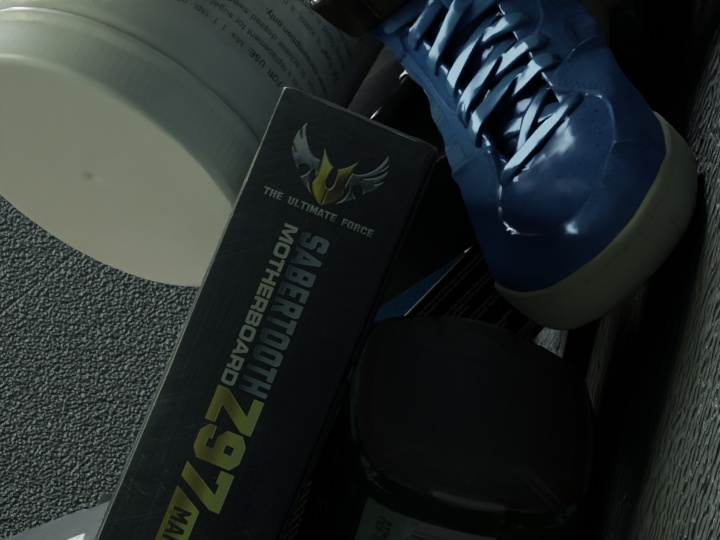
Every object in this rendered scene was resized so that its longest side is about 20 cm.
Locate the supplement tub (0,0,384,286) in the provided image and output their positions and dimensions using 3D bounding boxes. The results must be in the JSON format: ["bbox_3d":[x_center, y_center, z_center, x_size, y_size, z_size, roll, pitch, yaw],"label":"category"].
[{"bbox_3d":[-0.050,-0.110,0.970,0.200,0.132,0.132,-60,-6,-28],"label":"supplement tub"}]

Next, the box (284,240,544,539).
[{"bbox_3d":[0.008,0.056,0.972,0.200,0.035,0.110,-45,-7,-14],"label":"box"}]

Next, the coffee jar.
[{"bbox_3d":[0.013,0.121,0.869,0.104,0.085,0.200,-82,7,-55],"label":"coffee jar"}]

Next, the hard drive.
[{"bbox_3d":[0.034,-0.053,0.973,0.200,0.042,0.135,-36,20,25],"label":"hard drive"}]

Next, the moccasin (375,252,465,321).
[{"bbox_3d":[0.000,0.000,1.105,0.080,0.200,0.068,-45,-20,-5],"label":"moccasin"}]

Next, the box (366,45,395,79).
[{"bbox_3d":[0.042,-0.136,1.106,0.200,0.048,0.122,-35,11,13],"label":"box"}]

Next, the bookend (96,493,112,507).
[{"bbox_3d":[-0.067,0.176,1.377,0.199,0.200,0.092,-80,5,-70],"label":"bookend"}]

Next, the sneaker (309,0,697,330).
[{"bbox_3d":[0.034,-0.067,0.798,0.077,0.111,0.200,-39,26,19],"label":"sneaker"}]

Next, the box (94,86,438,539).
[{"bbox_3d":[-0.033,0.035,0.799,0.200,0.051,0.158,136,155,-85],"label":"box"}]

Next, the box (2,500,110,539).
[{"bbox_3d":[-0.117,0.225,1.228,0.124,0.200,0.197,-82,-32,-72],"label":"box"}]
